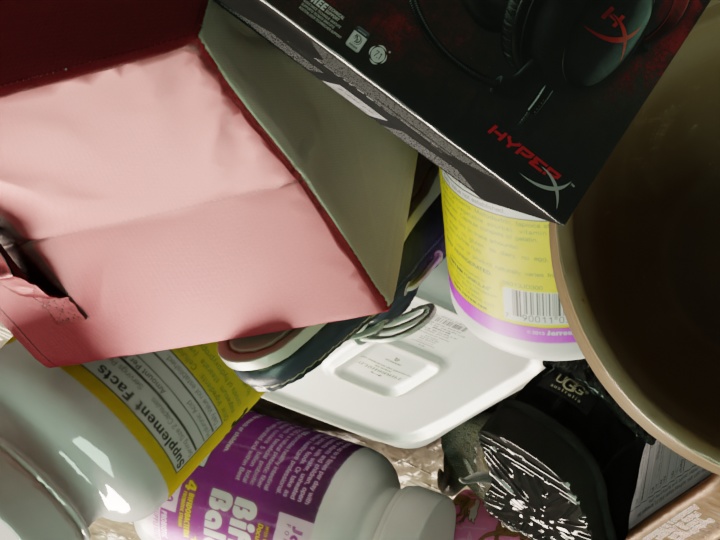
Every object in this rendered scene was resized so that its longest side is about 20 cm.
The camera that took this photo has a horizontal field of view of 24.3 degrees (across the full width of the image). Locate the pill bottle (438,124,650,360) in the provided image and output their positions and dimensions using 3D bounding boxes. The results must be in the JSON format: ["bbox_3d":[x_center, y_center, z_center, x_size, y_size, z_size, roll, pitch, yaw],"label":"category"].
[{"bbox_3d":[0.084,-0.065,0.732,0.104,0.104,0.200,7,129,17],"label":"pill bottle"}]

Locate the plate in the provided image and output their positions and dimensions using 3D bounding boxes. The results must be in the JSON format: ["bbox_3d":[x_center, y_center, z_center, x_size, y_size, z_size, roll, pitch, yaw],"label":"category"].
[{"bbox_3d":[0.015,0.044,0.961,0.199,0.032,0.200,24,140,-29],"label":"plate"}]

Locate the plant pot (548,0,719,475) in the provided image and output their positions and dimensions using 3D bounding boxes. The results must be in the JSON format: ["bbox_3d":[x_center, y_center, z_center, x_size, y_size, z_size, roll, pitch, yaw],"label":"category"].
[{"bbox_3d":[0.171,-0.011,0.666,0.200,0.201,0.093,18,172,1],"label":"plant pot"}]

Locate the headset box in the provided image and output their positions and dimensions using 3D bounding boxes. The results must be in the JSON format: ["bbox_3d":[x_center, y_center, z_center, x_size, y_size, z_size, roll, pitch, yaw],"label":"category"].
[{"bbox_3d":[0.058,-0.141,0.590,0.149,0.200,0.075,35,177,-22],"label":"headset box"}]

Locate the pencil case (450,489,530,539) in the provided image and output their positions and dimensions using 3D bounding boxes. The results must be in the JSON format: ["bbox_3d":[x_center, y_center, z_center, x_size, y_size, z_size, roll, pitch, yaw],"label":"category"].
[{"bbox_3d":[0.153,0.199,1.129,0.200,0.083,0.087,4,162,20],"label":"pencil case"}]

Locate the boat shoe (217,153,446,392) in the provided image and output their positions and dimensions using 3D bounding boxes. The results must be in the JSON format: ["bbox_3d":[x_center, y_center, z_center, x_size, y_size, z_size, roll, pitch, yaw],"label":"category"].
[{"bbox_3d":[0.000,0.000,0.795,0.075,0.200,0.062,-1,123,28],"label":"boat shoe"}]

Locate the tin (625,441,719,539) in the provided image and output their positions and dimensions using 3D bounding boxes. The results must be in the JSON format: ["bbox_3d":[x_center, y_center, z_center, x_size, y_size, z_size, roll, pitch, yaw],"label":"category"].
[{"bbox_3d":[0.187,0.098,0.929,0.042,0.112,0.200,19,147,-13],"label":"tin"}]

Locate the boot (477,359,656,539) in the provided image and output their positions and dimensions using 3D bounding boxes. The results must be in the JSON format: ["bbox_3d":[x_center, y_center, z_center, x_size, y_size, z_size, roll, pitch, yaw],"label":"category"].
[{"bbox_3d":[0.139,0.070,0.885,0.079,0.158,0.211,31,162,19],"label":"boot"}]

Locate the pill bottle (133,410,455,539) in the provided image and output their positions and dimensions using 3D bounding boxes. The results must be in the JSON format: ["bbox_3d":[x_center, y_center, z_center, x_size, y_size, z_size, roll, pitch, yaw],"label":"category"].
[{"bbox_3d":[-0.043,0.162,1.115,0.200,0.112,0.112,15,148,22],"label":"pill bottle"}]

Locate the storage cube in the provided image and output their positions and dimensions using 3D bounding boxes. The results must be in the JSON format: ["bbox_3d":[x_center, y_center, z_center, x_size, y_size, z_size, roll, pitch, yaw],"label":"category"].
[{"bbox_3d":[-0.087,-0.086,0.727,0.179,0.200,0.171,-9,138,26],"label":"storage cube"}]

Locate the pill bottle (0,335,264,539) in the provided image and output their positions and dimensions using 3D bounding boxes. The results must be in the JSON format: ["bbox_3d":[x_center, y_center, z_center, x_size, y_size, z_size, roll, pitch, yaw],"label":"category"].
[{"bbox_3d":[-0.115,0.053,0.830,0.111,0.200,0.111,35,156,19],"label":"pill bottle"}]

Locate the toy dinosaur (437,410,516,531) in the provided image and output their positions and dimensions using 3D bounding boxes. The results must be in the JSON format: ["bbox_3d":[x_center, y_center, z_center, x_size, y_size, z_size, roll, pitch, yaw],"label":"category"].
[{"bbox_3d":[0.093,0.123,1.059,0.102,0.077,0.200,53,173,-16],"label":"toy dinosaur"}]
